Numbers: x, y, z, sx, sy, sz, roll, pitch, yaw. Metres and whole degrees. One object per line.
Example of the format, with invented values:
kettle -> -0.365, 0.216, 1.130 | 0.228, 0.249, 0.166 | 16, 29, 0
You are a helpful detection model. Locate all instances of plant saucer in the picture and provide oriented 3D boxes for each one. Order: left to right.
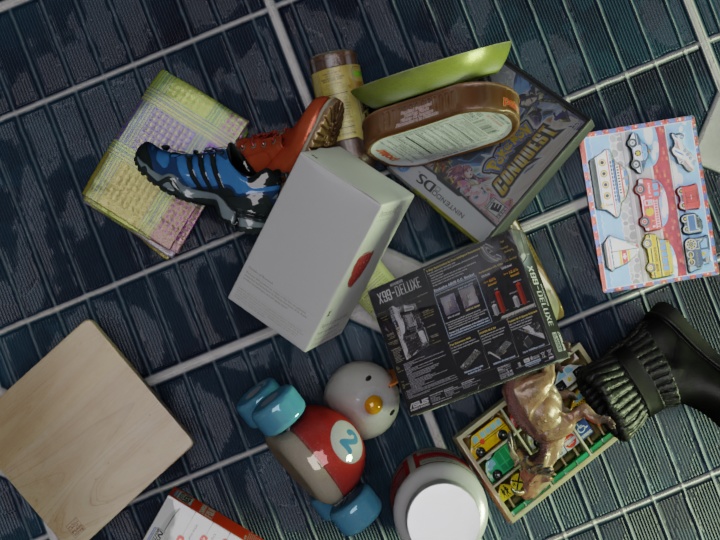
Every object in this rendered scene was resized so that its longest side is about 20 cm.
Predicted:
plant saucer -> 0.086, -0.226, 1.489 | 0.197, 0.200, 0.032 | -17, 96, 0

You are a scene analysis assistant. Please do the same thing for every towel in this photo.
towel -> -0.244, -0.133, 1.579 | 0.142, 0.023, 0.202 | 31, 89, 0

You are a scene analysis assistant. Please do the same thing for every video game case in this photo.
video game case -> 0.153, -0.151, 1.537 | 0.200, 0.025, 0.180 | -49, 60, 0

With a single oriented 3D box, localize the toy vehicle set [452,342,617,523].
toy vehicle set -> 0.225, 0.199, 1.558 | 0.199, 0.027, 0.125 | -36, 91, -12

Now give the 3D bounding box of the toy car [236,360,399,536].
toy car -> -0.012, 0.174, 1.515 | 0.200, 0.177, 0.185 | -41, 101, -13

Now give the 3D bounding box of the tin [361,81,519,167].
tin -> 0.093, -0.168, 1.480 | 0.198, 0.112, 0.043 | -14, 64, 31

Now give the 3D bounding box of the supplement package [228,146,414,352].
supplement package -> -0.045, -0.028, 1.492 | 0.119, 0.121, 0.202 | 33, 109, 14

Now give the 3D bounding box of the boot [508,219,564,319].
boot -> 0.141, 0.005, 1.558 | 0.153, 0.072, 0.202 | -30, 90, 2

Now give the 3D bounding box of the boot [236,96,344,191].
boot -> -0.099, -0.145, 1.527 | 0.107, 0.075, 0.201 | 41, 118, 11

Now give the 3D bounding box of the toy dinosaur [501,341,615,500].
toy dinosaur -> 0.205, 0.165, 1.496 | 0.134, 0.086, 0.202 | -30, 94, -16

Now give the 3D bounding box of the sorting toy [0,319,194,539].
sorting toy -> -0.337, 0.199, 1.553 | 0.200, 0.070, 0.199 | -41, 90, 0

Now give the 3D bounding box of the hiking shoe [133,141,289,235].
hiking shoe -> -0.178, -0.118, 1.515 | 0.198, 0.074, 0.088 | 27, 102, 15

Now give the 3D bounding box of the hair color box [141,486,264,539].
hair color box -> -0.175, 0.368, 1.557 | 0.198, 0.064, 0.112 | 31, 91, -2

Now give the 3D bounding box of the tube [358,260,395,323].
tube -> 0.000, 0.000, 1.569 | 0.200, 0.052, 0.058 | 48, 59, 3

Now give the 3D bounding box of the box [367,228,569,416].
box -> 0.122, 0.062, 1.470 | 0.198, 0.050, 0.160 | -24, 80, 24

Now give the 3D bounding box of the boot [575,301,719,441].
boot -> 0.376, 0.160, 1.535 | 0.157, 0.080, 0.211 | -41, 80, -21

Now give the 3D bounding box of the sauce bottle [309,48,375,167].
sauce bottle -> -0.015, -0.168, 1.560 | 0.064, 0.065, 0.203 | -11, 92, 0

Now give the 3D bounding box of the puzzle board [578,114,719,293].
puzzle board -> 0.361, -0.083, 1.585 | 0.148, 0.017, 0.203 | -9, 89, -1

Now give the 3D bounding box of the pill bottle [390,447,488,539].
pill bottle -> 0.092, 0.277, 1.490 | 0.110, 0.200, 0.114 | 0, 90, 0
